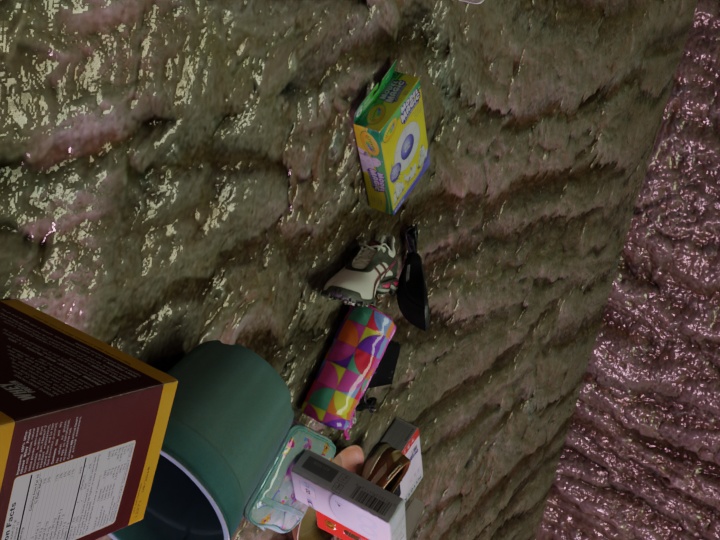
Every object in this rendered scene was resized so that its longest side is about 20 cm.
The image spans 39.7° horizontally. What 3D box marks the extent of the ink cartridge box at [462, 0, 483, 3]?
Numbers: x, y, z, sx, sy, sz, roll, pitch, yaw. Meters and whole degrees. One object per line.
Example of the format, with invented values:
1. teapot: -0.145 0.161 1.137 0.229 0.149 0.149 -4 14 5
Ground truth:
1. ink cartridge box: 0.066 -0.378 1.109 0.117 0.200 0.067 -59 154 -20

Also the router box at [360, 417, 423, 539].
1. router box: 0.045 0.407 1.878 0.200 0.049 0.180 -52 151 -31

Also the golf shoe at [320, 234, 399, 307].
1. golf shoe: 0.000 0.000 1.445 0.200 0.077 0.088 -25 125 -68

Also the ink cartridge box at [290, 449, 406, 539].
1. ink cartridge box: -0.014 0.355 1.402 0.047 0.160 0.200 -49 150 -36

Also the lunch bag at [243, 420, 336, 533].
1. lunch bag: -0.116 0.294 1.428 0.161 0.077 0.200 -63 155 -11

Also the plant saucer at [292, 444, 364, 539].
1. plant saucer: -0.060 0.375 1.656 0.200 0.035 0.201 -45 147 -41

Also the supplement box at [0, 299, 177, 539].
1. supplement box: -0.295 0.125 0.789 0.200 0.197 0.133 -8 116 -63

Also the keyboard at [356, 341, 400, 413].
1. keyboard: 0.009 0.181 1.660 0.200 0.021 0.128 5 99 -63

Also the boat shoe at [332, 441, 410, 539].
1. boat shoe: 0.021 0.394 1.704 0.200 0.074 0.076 -63 155 -12

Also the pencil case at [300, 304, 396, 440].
1. pencil case: -0.015 0.147 1.509 0.201 0.088 0.088 -67 155 -5

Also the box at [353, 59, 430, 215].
1. box: 0.046 -0.187 1.407 0.117 0.048 0.200 -55 151 -27

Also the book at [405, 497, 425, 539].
1. book: 0.066 0.552 1.981 0.134 0.048 0.200 -51 166 -42

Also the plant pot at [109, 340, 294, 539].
1. plant pot: -0.181 0.193 1.102 0.196 0.200 0.201 -51 151 -48

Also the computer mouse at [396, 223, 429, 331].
1. computer mouse: 0.078 0.036 1.578 0.200 0.046 0.141 -94 180 -45
